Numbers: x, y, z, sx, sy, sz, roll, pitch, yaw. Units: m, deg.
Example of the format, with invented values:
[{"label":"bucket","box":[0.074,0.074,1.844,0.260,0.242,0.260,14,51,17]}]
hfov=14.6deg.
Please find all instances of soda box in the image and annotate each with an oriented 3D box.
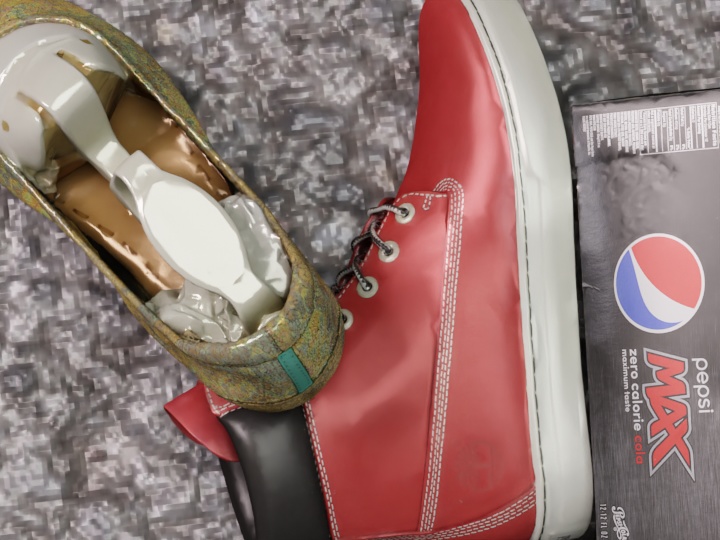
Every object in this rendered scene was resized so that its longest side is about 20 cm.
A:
[{"label":"soda box","box":[0.120,0.040,0.968,0.063,0.071,0.202,-4,88,30]}]

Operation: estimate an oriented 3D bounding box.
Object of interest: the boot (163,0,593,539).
[{"label":"boot","box":[0.000,0.000,0.978,0.143,0.072,0.201,-4,84,-9]}]

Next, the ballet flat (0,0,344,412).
[{"label":"ballet flat","box":[-0.081,-0.035,0.941,0.071,0.071,0.200,-39,71,-14]}]
